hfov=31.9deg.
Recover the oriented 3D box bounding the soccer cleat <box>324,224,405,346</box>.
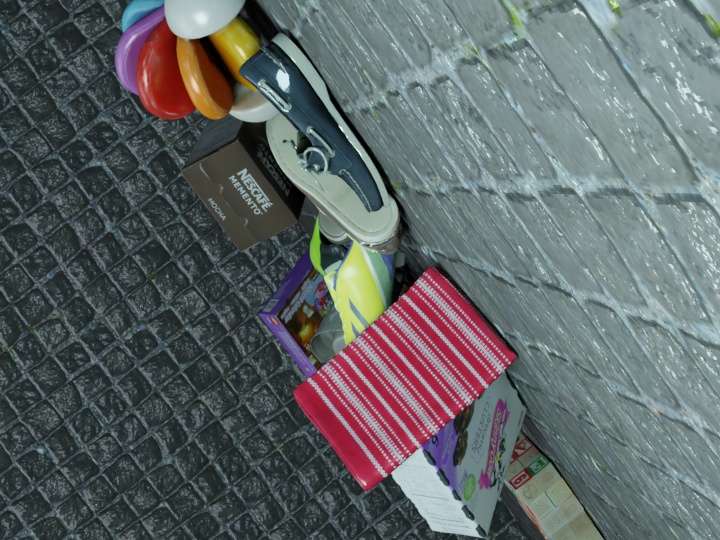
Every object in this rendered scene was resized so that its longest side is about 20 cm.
[{"bbox_3d":[0.000,0.035,1.332,0.065,0.083,0.203,149,127,-85],"label":"soccer cleat"}]

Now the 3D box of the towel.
[{"bbox_3d":[0.040,0.104,1.248,0.145,0.200,0.022,50,-177,34],"label":"towel"}]

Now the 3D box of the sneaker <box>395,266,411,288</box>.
[{"bbox_3d":[0.032,0.031,1.640,0.130,0.079,0.201,-109,-6,-73],"label":"sneaker"}]

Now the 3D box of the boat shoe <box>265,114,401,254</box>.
[{"bbox_3d":[-0.027,-0.093,1.302,0.200,0.072,0.060,46,173,26],"label":"boat shoe"}]

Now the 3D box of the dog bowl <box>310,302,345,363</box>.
[{"bbox_3d":[0.037,0.097,1.626,0.198,0.059,0.201,15,157,6],"label":"dog bowl"}]

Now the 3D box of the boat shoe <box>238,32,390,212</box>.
[{"bbox_3d":[-0.040,-0.127,1.187,0.201,0.062,0.075,55,174,-31],"label":"boat shoe"}]

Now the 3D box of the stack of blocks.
[{"bbox_3d":[0.258,0.321,1.671,0.201,0.058,0.115,54,177,-19],"label":"stack of blocks"}]

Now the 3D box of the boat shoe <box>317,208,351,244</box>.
[{"bbox_3d":[-0.020,-0.077,1.489,0.057,0.067,0.200,33,-168,-27],"label":"boat shoe"}]

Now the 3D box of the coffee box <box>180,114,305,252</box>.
[{"bbox_3d":[-0.113,-0.127,1.380,0.113,0.079,0.201,54,-156,-24],"label":"coffee box"}]

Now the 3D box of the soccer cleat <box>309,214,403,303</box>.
[{"bbox_3d":[0.000,0.000,1.516,0.200,0.067,0.082,41,140,41],"label":"soccer cleat"}]

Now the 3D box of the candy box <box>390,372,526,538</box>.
[{"bbox_3d":[0.096,0.162,1.345,0.071,0.169,0.201,2,144,31],"label":"candy box"}]

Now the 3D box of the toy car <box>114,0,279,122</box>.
[{"bbox_3d":[-0.170,-0.222,1.248,0.200,0.149,0.175,50,176,44],"label":"toy car"}]

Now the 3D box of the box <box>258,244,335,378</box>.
[{"bbox_3d":[-0.037,0.035,1.711,0.039,0.201,0.137,3,138,45],"label":"box"}]

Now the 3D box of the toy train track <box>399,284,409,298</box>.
[{"bbox_3d":[0.054,0.095,1.407,0.115,0.032,0.201,55,-146,-23],"label":"toy train track"}]
